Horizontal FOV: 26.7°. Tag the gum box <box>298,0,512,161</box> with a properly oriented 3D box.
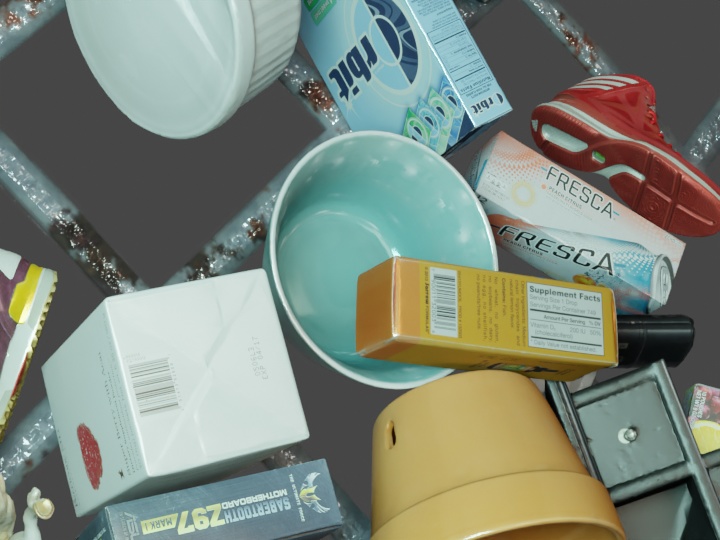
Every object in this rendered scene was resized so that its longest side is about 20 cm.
[{"bbox_3d":[0.024,-0.181,1.243,0.044,0.170,0.202,-26,85,-28],"label":"gum box"}]

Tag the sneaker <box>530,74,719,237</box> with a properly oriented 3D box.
[{"bbox_3d":[0.260,-0.118,1.351,0.199,0.079,0.115,36,55,20],"label":"sneaker"}]

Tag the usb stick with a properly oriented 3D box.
[{"bbox_3d":[0.195,0.061,1.304,0.197,0.056,0.033,0,43,-19],"label":"usb stick"}]

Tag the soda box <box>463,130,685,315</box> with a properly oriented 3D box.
[{"bbox_3d":[0.179,-0.036,1.323,0.198,0.064,0.069,30,64,-9],"label":"soda box"}]

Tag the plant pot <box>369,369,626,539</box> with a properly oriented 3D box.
[{"bbox_3d":[0.090,0.169,1.165,0.197,0.201,0.142,0,58,-24],"label":"plant pot"}]

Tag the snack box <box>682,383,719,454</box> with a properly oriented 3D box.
[{"bbox_3d":[0.362,0.191,1.292,0.197,0.053,0.144,15,80,7],"label":"snack box"}]

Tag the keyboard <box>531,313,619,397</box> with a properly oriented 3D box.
[{"bbox_3d":[0.184,0.075,1.329,0.056,0.011,0.201,31,64,-7],"label":"keyboard"}]

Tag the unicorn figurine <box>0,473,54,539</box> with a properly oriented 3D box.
[{"bbox_3d":[-0.226,0.244,1.040,0.073,0.138,0.202,3,57,-21],"label":"unicorn figurine"}]

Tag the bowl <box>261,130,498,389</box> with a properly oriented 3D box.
[{"bbox_3d":[0.000,0.000,1.210,0.198,0.105,0.204,6,76,-25],"label":"bowl"}]

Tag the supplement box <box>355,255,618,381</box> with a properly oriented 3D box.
[{"bbox_3d":[0.097,0.039,1.154,0.198,0.066,0.070,11,71,-25],"label":"supplement box"}]

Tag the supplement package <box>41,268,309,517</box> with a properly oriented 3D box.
[{"bbox_3d":[-0.137,0.091,1.071,0.118,0.200,0.123,-11,79,-27],"label":"supplement package"}]

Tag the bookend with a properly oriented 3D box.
[{"bbox_3d":[0.274,0.153,1.233,0.198,0.092,0.201,-19,76,2],"label":"bookend"}]

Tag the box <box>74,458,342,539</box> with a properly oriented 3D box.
[{"bbox_3d":[-0.118,0.192,1.050,0.156,0.200,0.052,-10,73,-27],"label":"box"}]

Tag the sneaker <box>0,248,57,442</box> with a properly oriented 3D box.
[{"bbox_3d":[-0.288,0.076,1.088,0.089,0.075,0.202,21,61,-8],"label":"sneaker"}]

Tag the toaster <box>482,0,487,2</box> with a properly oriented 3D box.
[{"bbox_3d":[0.158,-0.342,1.385,0.198,0.114,0.130,-25,83,-26],"label":"toaster"}]

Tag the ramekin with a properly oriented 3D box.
[{"bbox_3d":[-0.132,-0.211,1.174,0.094,0.202,0.204,-30,88,-40],"label":"ramekin"}]
